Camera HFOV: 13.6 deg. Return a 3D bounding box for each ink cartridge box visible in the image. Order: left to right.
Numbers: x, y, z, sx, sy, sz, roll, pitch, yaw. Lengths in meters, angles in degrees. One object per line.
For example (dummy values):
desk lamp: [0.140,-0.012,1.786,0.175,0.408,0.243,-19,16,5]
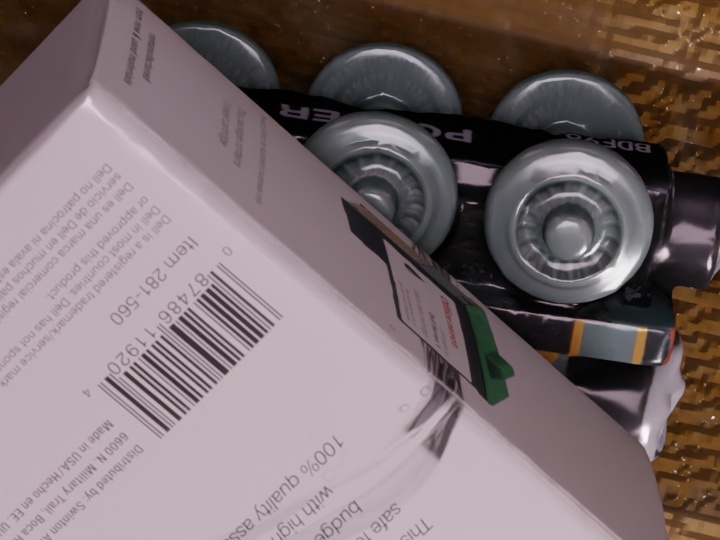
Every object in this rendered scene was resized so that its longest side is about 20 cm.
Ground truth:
ink cartridge box: [-0.039,0.050,0.770,0.200,0.084,0.146,41,108,-17]

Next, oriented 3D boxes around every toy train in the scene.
toy train: [0.000,0.000,0.838,0.199,0.085,0.115,8,114,-1]
